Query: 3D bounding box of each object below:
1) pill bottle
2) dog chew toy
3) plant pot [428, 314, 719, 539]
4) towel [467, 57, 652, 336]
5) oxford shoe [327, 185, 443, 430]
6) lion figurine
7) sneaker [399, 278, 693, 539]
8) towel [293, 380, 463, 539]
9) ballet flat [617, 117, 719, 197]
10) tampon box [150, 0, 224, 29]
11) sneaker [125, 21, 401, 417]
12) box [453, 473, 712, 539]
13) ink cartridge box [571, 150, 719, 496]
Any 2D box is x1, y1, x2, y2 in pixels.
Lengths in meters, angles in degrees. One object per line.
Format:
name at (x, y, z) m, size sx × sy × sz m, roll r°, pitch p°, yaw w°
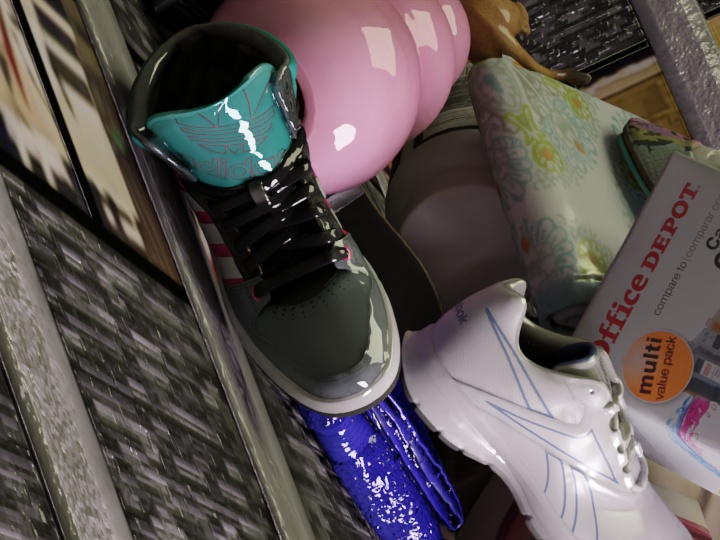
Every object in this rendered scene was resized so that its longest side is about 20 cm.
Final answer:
pill bottle at (0.075, -0.053, 1.657) m, size 0.200 × 0.116 × 0.117 m, roll -80°, pitch 146°, yaw -63°
dog chew toy at (-0.004, -0.116, 1.433) m, size 0.200 × 0.124 × 0.125 m, roll -31°, pitch 98°, yaw -56°
plant pot at (0.108, 0.112, 1.582) m, size 0.173 × 0.200 × 0.201 m, roll 35°, pitch 27°, yaw -43°
towel at (0.148, -0.029, 1.572) m, size 0.200 × 0.048 × 0.172 m, roll 18°, pitch 46°, yaw -49°
oxford shoe at (0.000, 0.000, 1.508) m, size 0.071 × 0.071 × 0.201 m, roll 25°, pitch 40°, yaw -86°
lion figurine at (0.044, -0.169, 1.578) m, size 0.199 × 0.073 × 0.122 m, roll 25°, pitch -3°, yaw 16°
sneaker at (0.110, 0.089, 1.356) m, size 0.200 × 0.087 × 0.075 m, roll 44°, pitch 23°, yaw -16°
towel at (-0.007, 0.047, 1.361) m, size 0.148 × 0.049 × 0.200 m, roll -105°, pitch 169°, yaw -49°
ballet flat at (0.226, -0.016, 1.556) m, size 0.069 × 0.071 × 0.201 m, roll 5°, pitch 57°, yaw -58°
tampon box at (-0.085, -0.250, 1.444) m, size 0.150 × 0.126 × 0.201 m, roll 22°, pitch 44°, yaw -82°
sneaker at (-0.046, -0.037, 1.181) m, size 0.200 × 0.083 × 0.121 m, roll 61°, pitch -2°, yaw 29°
box at (0.130, 0.205, 1.419) m, size 0.127 × 0.109 × 0.200 m, roll 19°, pitch 27°, yaw -19°
ink cartridge box at (0.235, 0.054, 1.418) m, size 0.199 × 0.146 × 0.145 m, roll 26°, pitch -9°, yaw 28°
